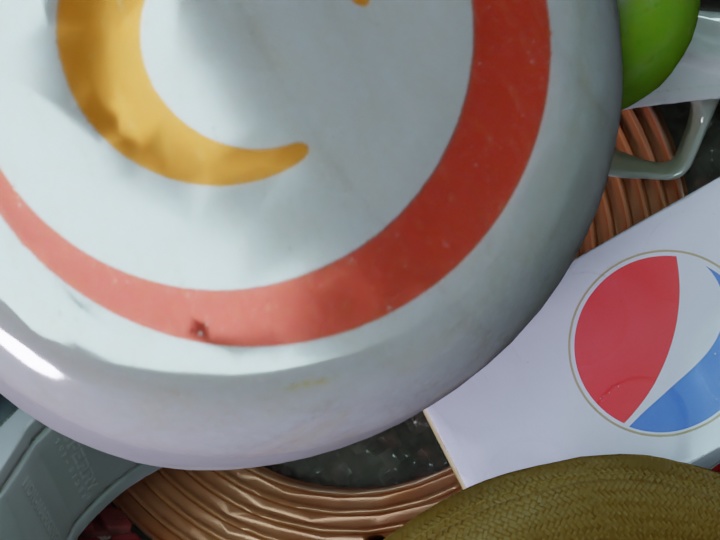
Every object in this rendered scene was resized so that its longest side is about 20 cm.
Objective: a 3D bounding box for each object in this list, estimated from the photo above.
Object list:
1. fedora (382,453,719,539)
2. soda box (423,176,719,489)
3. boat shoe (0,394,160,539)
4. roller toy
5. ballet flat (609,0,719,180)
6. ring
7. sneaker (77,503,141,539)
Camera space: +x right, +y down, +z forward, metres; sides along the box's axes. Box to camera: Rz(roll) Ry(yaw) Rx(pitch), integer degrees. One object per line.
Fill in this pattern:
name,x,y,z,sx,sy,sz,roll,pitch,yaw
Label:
fedora,0.055,0.140,0.755,0.200,0.082,0.201,-1,92,-21
soda box,0.116,0.010,0.791,0.200,0.064,0.068,-30,70,6
boat shoe,-0.083,0.032,0.806,0.060,0.076,0.200,25,51,32
roller toy,-0.036,-0.044,0.716,0.199,0.140,0.183,24,83,-2
ballet flat,0.105,-0.059,0.822,0.199,0.069,0.070,-2,80,-6
ring,0.000,0.000,0.863,0.200,0.019,0.201,-2,81,13
sneaker,-0.085,0.129,0.828,0.078,0.082,0.200,-19,50,-35
